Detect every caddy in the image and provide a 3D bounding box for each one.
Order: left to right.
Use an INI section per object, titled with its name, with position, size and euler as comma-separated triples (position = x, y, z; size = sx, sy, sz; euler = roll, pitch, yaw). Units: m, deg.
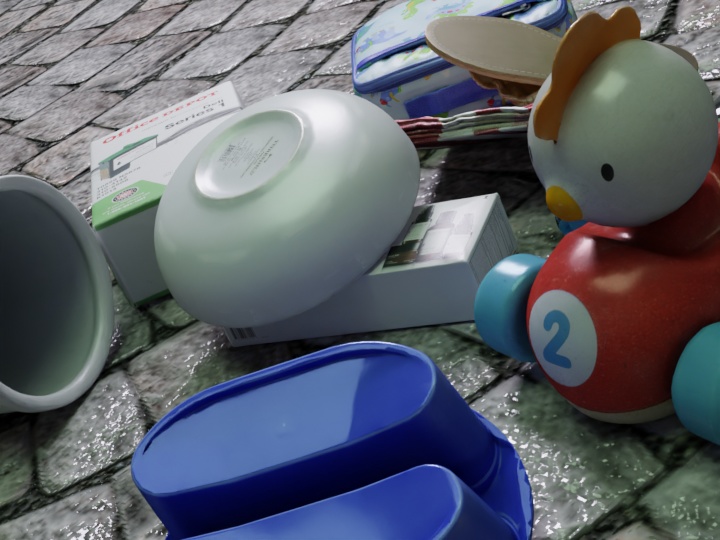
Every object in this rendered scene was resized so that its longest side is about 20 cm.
[caddy]
position = -0.017, 0.124, 0.643
size = 0.200, 0.105, 0.141
euler = -18, 50, 10

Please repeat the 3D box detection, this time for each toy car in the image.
[toy car]
position = 0.133, -0.039, 0.675
size = 0.177, 0.200, 0.184
euler = -49, 36, -15

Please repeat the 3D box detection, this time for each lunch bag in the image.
[lunch bag]
position = 0.092, -0.192, 1.138
size = 0.200, 0.082, 0.161
euler = -17, 31, 15

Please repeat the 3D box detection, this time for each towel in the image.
[towel]
position = 0.115, -0.110, 0.965
size = 0.200, 0.023, 0.144
euler = -6, 2, 35

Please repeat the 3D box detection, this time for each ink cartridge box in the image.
[ink cartridge box]
position = -0.147, -0.070, 1.103
size = 0.146, 0.084, 0.200
euler = -24, 28, -1

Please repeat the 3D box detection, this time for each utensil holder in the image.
[utensil holder]
position = -0.313, 0.033, 0.970
size = 0.200, 0.170, 0.170
euler = -12, 29, 27

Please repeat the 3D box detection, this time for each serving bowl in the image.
[serving bowl]
position = -0.062, -0.058, 0.902
size = 0.200, 0.066, 0.200
euler = -19, 41, 18

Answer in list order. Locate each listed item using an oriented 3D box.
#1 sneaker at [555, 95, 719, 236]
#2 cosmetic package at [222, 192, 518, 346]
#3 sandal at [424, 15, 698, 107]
[sneaker]
position = 0.216, -0.062, 0.833
size = 0.200, 0.073, 0.082
euler = -15, 36, 36
[cosmetic package]
position = 0.000, 0.000, 0.901
size = 0.200, 0.051, 0.083
euler = -8, 30, 28
[sandal]
position = 0.152, -0.143, 1.026
size = 0.212, 0.070, 0.078
euler = 9, 43, 12
